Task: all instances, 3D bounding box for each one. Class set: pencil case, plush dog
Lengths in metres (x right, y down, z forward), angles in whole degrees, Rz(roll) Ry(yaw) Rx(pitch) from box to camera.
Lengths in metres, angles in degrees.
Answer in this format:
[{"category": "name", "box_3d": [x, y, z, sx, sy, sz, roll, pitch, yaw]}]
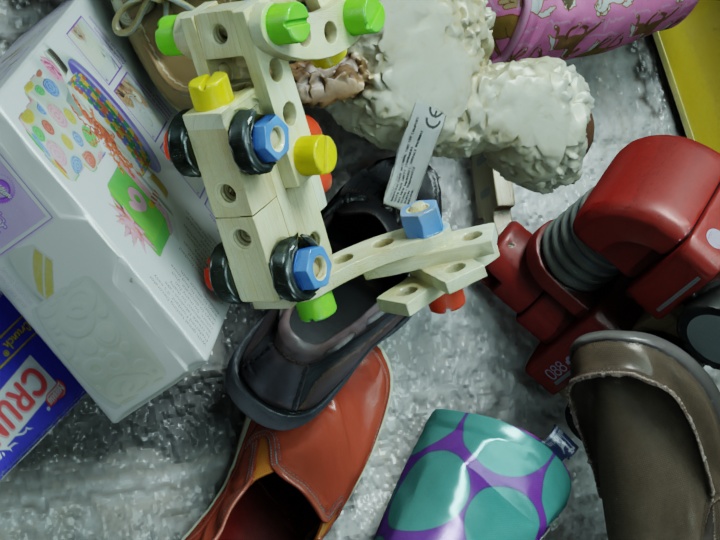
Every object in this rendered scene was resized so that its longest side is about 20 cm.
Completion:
[{"category": "pencil case", "box_3d": [0.116, -0.166, 1.199, 0.087, 0.083, 0.200, 45, 38, 20]}, {"category": "plush dog", "box_3d": [0.010, -0.121, 1.086, 0.160, 0.172, 0.200, -24, 106, -12]}, {"category": "pencil case", "box_3d": [0.042, 0.169, 1.092, 0.092, 0.085, 0.200, 35, 62, -14]}]

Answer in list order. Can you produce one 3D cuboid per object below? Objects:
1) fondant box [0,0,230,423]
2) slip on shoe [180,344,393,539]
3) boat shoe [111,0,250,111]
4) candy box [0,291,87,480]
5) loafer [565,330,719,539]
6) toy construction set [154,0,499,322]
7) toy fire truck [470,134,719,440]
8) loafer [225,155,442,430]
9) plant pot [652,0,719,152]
[{"category": "fondant box", "box_3d": [-0.117, -0.039, 0.977, 0.144, 0.058, 0.200, 52, 18, -15]}, {"category": "slip on shoe", "box_3d": [-0.035, 0.110, 1.066, 0.074, 0.061, 0.200, 45, 57, -17]}, {"category": "boat shoe", "box_3d": [-0.099, -0.165, 0.998, 0.200, 0.073, 0.063, 69, 13, 11]}, {"category": "candy box", "box_3d": [-0.228, 0.015, 0.941, 0.200, 0.077, 0.169, 52, 55, -13]}, {"category": "loafer", "box_3d": [0.160, 0.116, 1.107, 0.200, 0.073, 0.071, 61, 37, -29]}, {"category": "toy construction set", "box_3d": [-0.021, -0.056, 0.946, 0.200, 0.092, 0.131, 61, 39, -13]}, {"category": "toy fire truck", "box_3d": [0.127, -0.028, 1.153, 0.200, 0.176, 0.129, 39, 52, -4]}, {"category": "loafer", "box_3d": [0.000, 0.000, 1.088, 0.072, 0.063, 0.200, 33, 47, 1]}, {"category": "plant pot", "box_3d": [0.304, -0.187, 1.300, 0.176, 0.200, 0.200, -21, 92, -48]}]
